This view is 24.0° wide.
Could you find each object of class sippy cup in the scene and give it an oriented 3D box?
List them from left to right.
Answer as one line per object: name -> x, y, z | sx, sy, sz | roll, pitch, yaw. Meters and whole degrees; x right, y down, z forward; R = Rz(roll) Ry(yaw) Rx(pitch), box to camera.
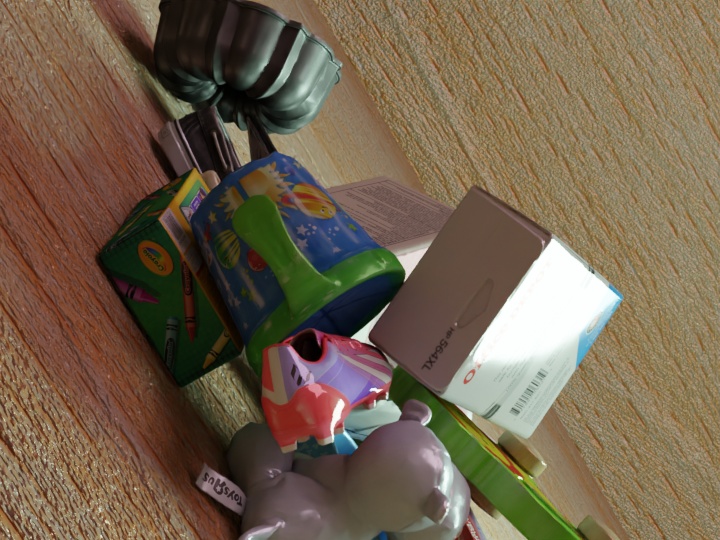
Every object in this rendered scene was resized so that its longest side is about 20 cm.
sippy cup -> -0.056, -0.010, 1.265 | 0.131, 0.139, 0.178 | 54, -36, 14

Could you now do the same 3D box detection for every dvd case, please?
dvd case -> -0.078, -0.044, 1.646 | 0.200, 0.016, 0.150 | -119, -159, -59

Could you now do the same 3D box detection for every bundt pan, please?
bundt pan -> -0.123, -0.200, 1.711 | 0.202, 0.200, 0.077 | 46, 60, -57

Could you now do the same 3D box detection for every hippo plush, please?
hippo plush -> -0.009, 0.154, 1.247 | 0.200, 0.160, 0.160 | 49, 14, -50

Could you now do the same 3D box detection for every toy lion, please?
toy lion -> 0.102, 0.156, 1.341 | 0.192, 0.069, 0.200 | 43, 2, -41

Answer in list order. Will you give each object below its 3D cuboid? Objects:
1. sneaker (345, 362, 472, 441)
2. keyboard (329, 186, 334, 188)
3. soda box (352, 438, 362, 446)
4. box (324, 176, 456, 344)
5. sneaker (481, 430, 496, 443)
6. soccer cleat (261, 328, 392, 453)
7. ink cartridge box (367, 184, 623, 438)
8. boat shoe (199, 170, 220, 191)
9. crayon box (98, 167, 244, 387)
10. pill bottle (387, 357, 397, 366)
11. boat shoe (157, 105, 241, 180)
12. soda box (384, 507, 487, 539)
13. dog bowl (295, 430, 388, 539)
sneaker -> 0.020, 0.115, 1.494 | 0.198, 0.071, 0.074 | 6, 61, -28
keyboard -> -0.039, -0.021, 1.701 | 0.056, 0.011, 0.200 | 43, -30, 3
soda box -> 0.003, 0.151, 1.625 | 0.068, 0.064, 0.200 | 63, 9, 13
box -> 0.000, 0.000, 1.503 | 0.127, 0.110, 0.199 | 28, 26, 30
sneaker -> 0.066, 0.190, 1.570 | 0.088, 0.081, 0.200 | 31, 34, 16
soccer cleat -> -0.024, 0.069, 1.214 | 0.200, 0.066, 0.077 | -36, 114, -71
ink cartridge box -> 0.110, 0.036, 1.327 | 0.084, 0.147, 0.200 | 36, 2, 29
boat shoe -> -0.111, -0.014, 1.510 | 0.200, 0.062, 0.072 | 54, 9, -45
crayon box -> -0.136, 0.001, 1.340 | 0.120, 0.058, 0.200 | 59, 9, -11
pill bottle -> 0.016, 0.054, 1.734 | 0.113, 0.112, 0.200 | 59, -10, -8
boat shoe -> -0.114, -0.060, 1.592 | 0.201, 0.070, 0.072 | 60, 8, -20
soda box -> 0.080, 0.255, 1.400 | 0.202, 0.070, 0.063 | 62, 8, 17
dog bowl -> -0.003, 0.219, 1.434 | 0.202, 0.049, 0.111 | 62, 10, 13
